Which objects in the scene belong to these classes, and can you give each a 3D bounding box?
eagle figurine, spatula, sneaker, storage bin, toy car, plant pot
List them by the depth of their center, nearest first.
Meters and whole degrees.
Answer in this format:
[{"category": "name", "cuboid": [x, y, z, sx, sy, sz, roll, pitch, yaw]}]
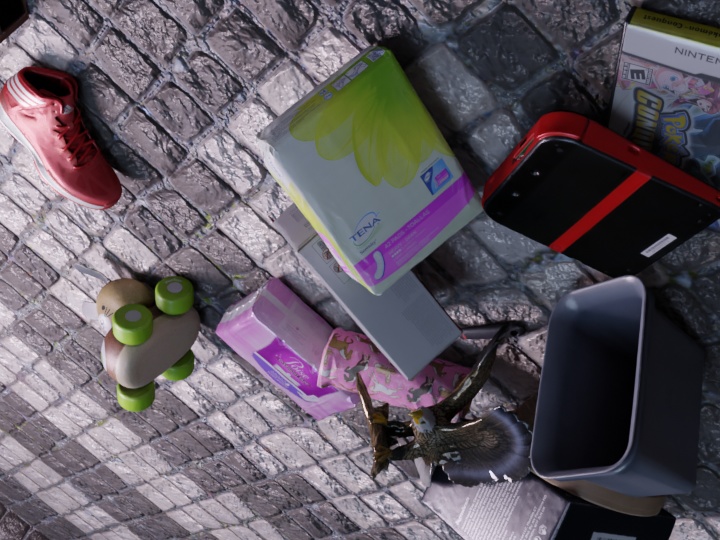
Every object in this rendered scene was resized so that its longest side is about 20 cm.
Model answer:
[{"category": "storage bin", "cuboid": [0.262, 0.132, 1.061, 0.134, 0.202, 0.145, 30, 150, -30]}, {"category": "eagle figurine", "cuboid": [0.099, 0.163, 1.158, 0.198, 0.151, 0.153, -21, 98, 15]}, {"category": "plant pot", "cuboid": [0.258, 0.183, 1.178, 0.199, 0.093, 0.201, 21, -170, -4]}, {"category": "spatula", "cuboid": [0.108, 0.071, 1.262, 0.198, 0.021, 0.057, 0, 140, 37]}, {"category": "sneaker", "cuboid": [-0.361, -0.164, 1.303, 0.200, 0.079, 0.115, 43, 146, -16]}, {"category": "toy car", "cuboid": [-0.347, 0.070, 1.531, 0.199, 0.158, 0.165, 31, 135, 25]}]

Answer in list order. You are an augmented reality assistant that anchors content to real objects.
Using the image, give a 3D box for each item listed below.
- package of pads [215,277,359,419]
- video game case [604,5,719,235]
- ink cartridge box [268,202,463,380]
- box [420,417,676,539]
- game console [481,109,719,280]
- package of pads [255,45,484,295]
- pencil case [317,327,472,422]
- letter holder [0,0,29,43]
[{"category": "package of pads", "cuboid": [-0.086, 0.106, 1.413, 0.200, 0.076, 0.120, 42, 146, -13]}, {"category": "video game case", "cuboid": [0.295, -0.111, 0.884, 0.179, 0.026, 0.201, 20, 144, 18]}, {"category": "ink cartridge box", "cuboid": [0.000, 0.000, 1.179, 0.200, 0.084, 0.176, 50, 178, -23]}, {"category": "box", "cuboid": [0.213, 0.274, 1.211, 0.195, 0.118, 0.200, 17, -171, -38]}, {"category": "game console", "cuboid": [0.214, -0.064, 0.969, 0.175, 0.031, 0.200, 24, 158, -5]}, {"category": "package of pads", "cuboid": [0.009, -0.092, 1.021, 0.201, 0.154, 0.068, 54, 174, -27]}, {"category": "pencil case", "cuboid": [0.044, 0.134, 1.316, 0.198, 0.083, 0.087, 17, 116, 8]}, {"category": "letter holder", "cuboid": [-0.490, -0.341, 1.171, 0.198, 0.101, 0.143, 22, 142, 15]}]
